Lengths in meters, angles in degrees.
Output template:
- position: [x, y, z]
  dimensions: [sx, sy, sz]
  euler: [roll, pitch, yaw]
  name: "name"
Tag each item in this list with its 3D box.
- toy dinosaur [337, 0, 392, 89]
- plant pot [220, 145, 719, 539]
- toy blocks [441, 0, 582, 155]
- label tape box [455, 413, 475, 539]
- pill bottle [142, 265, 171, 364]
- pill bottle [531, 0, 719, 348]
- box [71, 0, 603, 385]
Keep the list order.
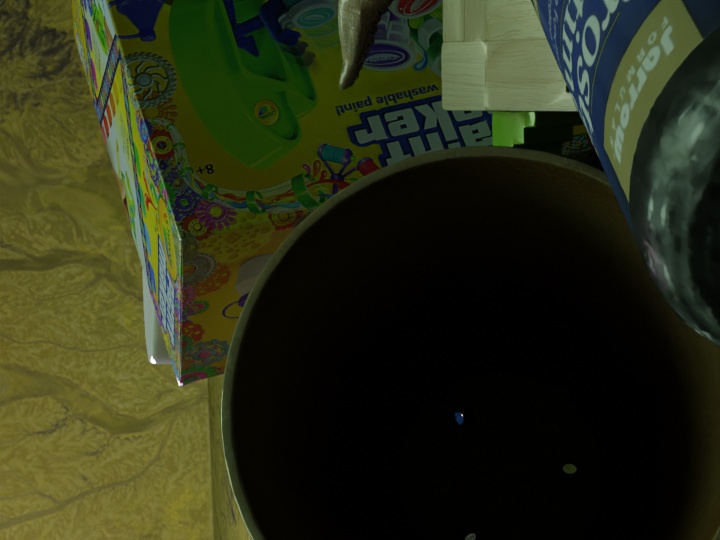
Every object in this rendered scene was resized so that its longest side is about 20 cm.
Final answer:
- position: [0.024, -0.175, 0.778]
  dimensions: [0.086, 0.135, 0.201]
  euler: [98, 171, -71]
  name: "toy dinosaur"
- position: [0.053, 0.067, 0.789]
  dimensions: [0.200, 0.186, 0.187]
  euler: [64, -158, -77]
  name: "plant pot"
- position: [0.090, -0.130, 0.690]
  dimensions: [0.137, 0.100, 0.201]
  euler: [6, 98, 53]
  name: "toy blocks"
- position: [0.037, 0.164, 1.040]
  dimensions: [0.144, 0.063, 0.200]
  euler: [59, 155, 33]
  name: "label tape box"
- position: [0.000, 0.000, 0.940]
  dimensions: [0.109, 0.199, 0.109]
  euler: [178, 90, -81]
  name: "pill bottle"
- position: [0.114, -0.046, 0.516]
  dimensions: [0.200, 0.111, 0.112]
  euler: [-104, 15, -53]
  name: "pill bottle"
- position: [-0.006, -0.081, 0.853]
  dimensions: [0.122, 0.199, 0.193]
  euler: [100, 154, -59]
  name: "box"
